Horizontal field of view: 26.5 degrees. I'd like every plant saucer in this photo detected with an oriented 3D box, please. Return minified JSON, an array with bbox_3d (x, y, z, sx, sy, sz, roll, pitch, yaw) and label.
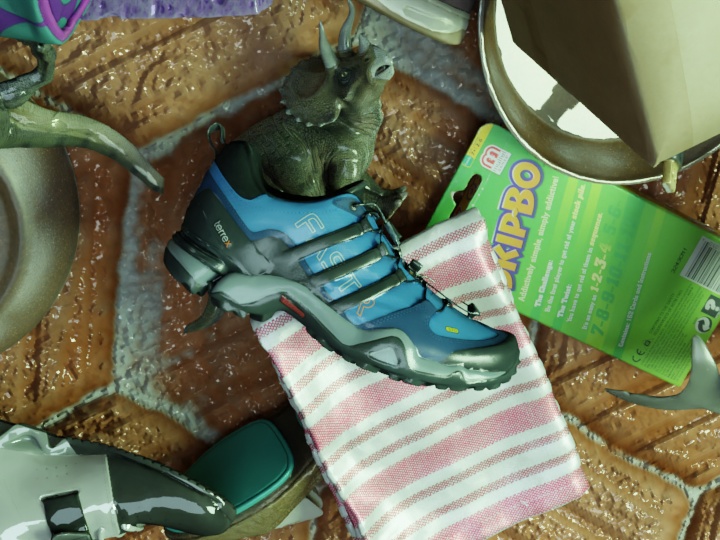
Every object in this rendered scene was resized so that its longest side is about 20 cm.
[{"bbox_3d":[-0.254,-0.025,0.843,0.198,0.037,0.203,-4,113,-9],"label":"plant saucer"},{"bbox_3d":[0.152,-0.148,0.849,0.198,0.035,0.203,-7,114,-16],"label":"plant saucer"}]

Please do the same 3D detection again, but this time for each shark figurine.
[{"bbox_3d":[0.255,0.043,0.923,0.214,0.089,0.129,-41,103,-22],"label":"shark figurine"}]

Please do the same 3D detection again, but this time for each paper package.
[{"bbox_3d":[0.118,-0.180,0.694,0.103,0.191,0.201,-25,122,-4],"label":"paper package"}]

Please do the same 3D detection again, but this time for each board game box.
[{"bbox_3d":[0.133,-0.010,0.918,0.198,0.030,0.096,24,105,-21],"label":"board game box"}]

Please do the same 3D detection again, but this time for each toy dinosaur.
[{"bbox_3d":[-0.038,-0.049,0.860,0.102,0.077,0.200,45,110,-6],"label":"toy dinosaur"},{"bbox_3d":[-0.195,-0.089,0.785,0.197,0.048,0.089,4,124,-14],"label":"toy dinosaur"}]

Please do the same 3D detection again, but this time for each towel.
[{"bbox_3d":[0.039,0.079,0.878,0.145,0.030,0.202,-27,114,-6],"label":"towel"}]

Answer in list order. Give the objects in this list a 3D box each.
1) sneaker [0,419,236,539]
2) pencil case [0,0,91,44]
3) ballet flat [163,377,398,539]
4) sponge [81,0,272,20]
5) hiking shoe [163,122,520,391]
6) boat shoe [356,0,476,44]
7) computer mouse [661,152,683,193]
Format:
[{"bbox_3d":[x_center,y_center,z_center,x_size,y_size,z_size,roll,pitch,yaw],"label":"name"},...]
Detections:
[{"bbox_3d":[-0.171,0.139,0.874,0.197,0.074,0.090,12,74,5],"label":"sneaker"},{"bbox_3d":[-0.217,-0.166,0.722,0.197,0.085,0.094,11,110,16],"label":"pencil case"},{"bbox_3d":[-0.029,0.107,0.926,0.200,0.068,0.072,-44,130,5],"label":"ballet flat"},{"bbox_3d":[-0.144,-0.180,0.756,0.197,0.030,0.113,1,114,19],"label":"sponge"},{"bbox_3d":[0.000,0.000,0.797,0.198,0.074,0.088,22,95,-10],"label":"hiking shoe"},{"bbox_3d":[-0.019,-0.188,0.801,0.198,0.072,0.065,26,96,-19],"label":"boat shoe"},{"bbox_3d":[0.222,-0.022,0.838,0.139,0.046,0.203,14,80,-27],"label":"computer mouse"}]
